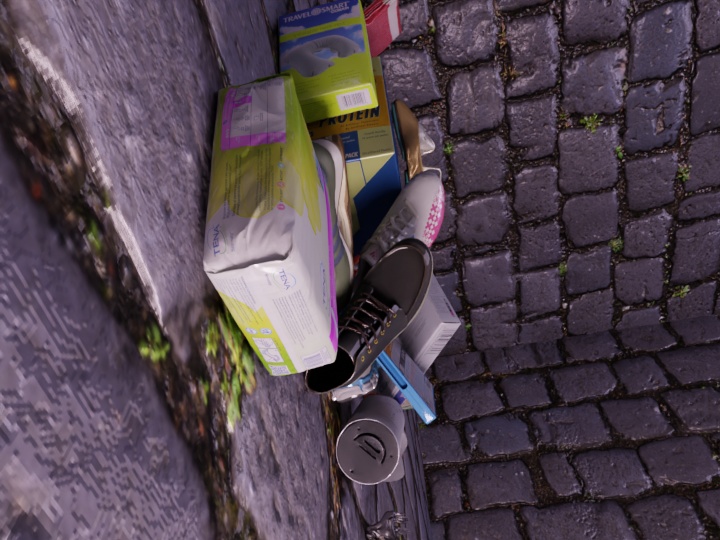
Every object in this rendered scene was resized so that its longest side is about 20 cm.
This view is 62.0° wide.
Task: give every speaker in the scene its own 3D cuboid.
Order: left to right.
[{"bbox_3d":[0.019,0.225,0.824,0.200,0.081,0.082,25,55,-84],"label":"speaker"}]

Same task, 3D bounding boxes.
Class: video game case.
[{"bbox_3d":[0.032,0.101,0.804,0.200,0.018,0.143,52,7,-1],"label":"video game case"}]

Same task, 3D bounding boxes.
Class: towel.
[{"bbox_3d":[-0.014,-0.340,0.945,0.023,0.200,0.144,49,2,6],"label":"towel"}]

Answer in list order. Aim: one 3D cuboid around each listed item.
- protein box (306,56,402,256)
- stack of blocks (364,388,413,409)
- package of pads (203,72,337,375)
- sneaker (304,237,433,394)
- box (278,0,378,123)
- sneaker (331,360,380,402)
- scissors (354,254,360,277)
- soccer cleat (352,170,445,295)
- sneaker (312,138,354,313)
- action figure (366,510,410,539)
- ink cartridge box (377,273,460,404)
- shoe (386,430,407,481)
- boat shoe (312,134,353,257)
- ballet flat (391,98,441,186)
[{"bbox_3d":[-0.012,-0.158,0.877,0.199,0.134,0.201,73,9,-53],"label":"protein box"},{"bbox_3d":[0.059,0.198,1.102,0.200,0.114,0.059,73,9,-56],"label":"stack of blocks"},{"bbox_3d":[-0.065,-0.040,0.480,0.155,0.068,0.201,74,8,-53],"label":"package of pads"},{"bbox_3d":[0.015,0.053,0.661,0.201,0.075,0.106,-58,173,5],"label":"sneaker"},{"bbox_3d":[-0.048,-0.293,0.813,0.048,0.121,0.201,67,14,-58],"label":"box"},{"bbox_3d":[-0.008,0.102,0.825,0.200,0.074,0.087,-69,143,-80],"label":"sneaker"},{"bbox_3d":[0.000,0.000,0.938,0.014,0.073,0.200,54,13,10],"label":"scissors"},{"bbox_3d":[0.046,-0.036,0.764,0.086,0.070,0.201,14,99,-54],"label":"soccer cleat"},{"bbox_3d":[-0.056,-0.038,0.652,0.090,0.067,0.202,-35,125,-63],"label":"sneaker"},{"bbox_3d":[0.058,0.426,0.784,0.201,0.101,0.119,-96,-175,-45],"label":"action figure"},{"bbox_3d":[0.059,0.074,0.951,0.197,0.043,0.201,-61,-144,36],"label":"ink cartridge box"},{"bbox_3d":[0.042,0.284,1.040,0.201,0.071,0.091,82,1,-48],"label":"shoe"},{"bbox_3d":[-0.045,-0.069,0.747,0.074,0.066,0.201,-97,-178,-61],"label":"boat shoe"},{"bbox_3d":[0.092,-0.169,0.937,0.069,0.063,0.201,-86,166,-73],"label":"ballet flat"}]
